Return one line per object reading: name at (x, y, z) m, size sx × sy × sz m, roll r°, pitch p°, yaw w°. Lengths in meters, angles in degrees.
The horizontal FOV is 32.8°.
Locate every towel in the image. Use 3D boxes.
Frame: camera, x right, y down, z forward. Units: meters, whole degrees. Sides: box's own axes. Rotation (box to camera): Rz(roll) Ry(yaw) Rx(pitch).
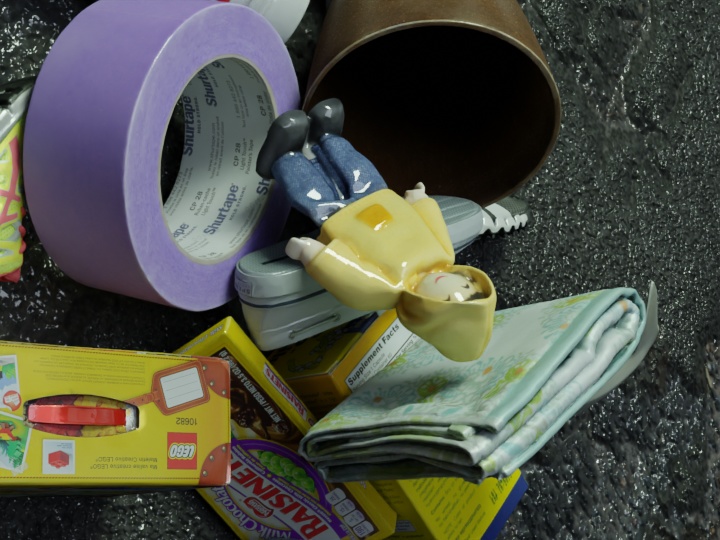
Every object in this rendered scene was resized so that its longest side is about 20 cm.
towel at (0.074, 0.074, 0.806) m, size 0.199 × 0.170 × 0.049 m, roll -34°, pitch 107°, yaw -42°

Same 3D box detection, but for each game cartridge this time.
game cartridge at (0.044, -0.180, 1.035) m, size 0.132 × 0.042 × 0.202 m, roll -8°, pitch 71°, yaw -30°

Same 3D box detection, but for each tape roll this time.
tape roll at (-0.124, -0.079, 0.813) m, size 0.200 × 0.084 × 0.203 m, roll -33°, pitch 129°, yaw -53°

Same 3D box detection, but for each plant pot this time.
plant pot at (0.047, -0.176, 0.926) m, size 0.186 × 0.186 × 0.202 m, roll 32°, pitch 39°, yaw -33°

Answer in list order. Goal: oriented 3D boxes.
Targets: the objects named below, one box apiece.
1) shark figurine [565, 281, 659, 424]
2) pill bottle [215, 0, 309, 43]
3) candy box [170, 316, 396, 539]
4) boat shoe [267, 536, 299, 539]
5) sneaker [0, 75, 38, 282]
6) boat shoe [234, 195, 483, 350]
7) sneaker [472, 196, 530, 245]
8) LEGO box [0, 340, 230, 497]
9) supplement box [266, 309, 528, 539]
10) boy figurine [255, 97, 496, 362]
shark figurine at (0.141, 0.083, 0.975) m, size 0.089 × 0.212 × 0.130 m, roll 41°, pitch 49°, yaw -42°
pill bottle at (-0.135, -0.236, 0.876) m, size 0.199 × 0.113 × 0.115 m, roll 28°, pitch 62°, yaw -35°
candy box at (-0.071, 0.134, 0.860) m, size 0.201 × 0.102 × 0.027 m, roll 52°, pitch 22°, yaw -20°
boat shoe at (-0.009, 0.230, 0.855) m, size 0.198 × 0.071 × 0.092 m, roll -11°, pitch 104°, yaw -13°
sneaker at (-0.241, -0.035, 0.767) m, size 0.090 × 0.078 × 0.201 m, roll 47°, pitch 58°, yaw -34°
boat shoe at (0.000, 0.000, 0.872) m, size 0.198 × 0.073 × 0.068 m, roll -16°, pitch 119°, yaw -24°
sneaker at (0.076, -0.067, 1.063) m, size 0.198 × 0.066 × 0.092 m, roll -6°, pitch 86°, yaw -41°
LEGO box at (-0.198, 0.092, 0.717) m, size 0.198 × 0.148 × 0.078 m, roll 9°, pitch 74°, yaw -41°
supplement box at (0.021, 0.129, 0.937) m, size 0.109 × 0.109 × 0.201 m, roll -46°, pitch 112°, yaw -39°
boy figurine at (0.010, -0.020, 0.791) m, size 0.123 × 0.065 × 0.200 m, roll -18°, pitch 57°, yaw -36°
